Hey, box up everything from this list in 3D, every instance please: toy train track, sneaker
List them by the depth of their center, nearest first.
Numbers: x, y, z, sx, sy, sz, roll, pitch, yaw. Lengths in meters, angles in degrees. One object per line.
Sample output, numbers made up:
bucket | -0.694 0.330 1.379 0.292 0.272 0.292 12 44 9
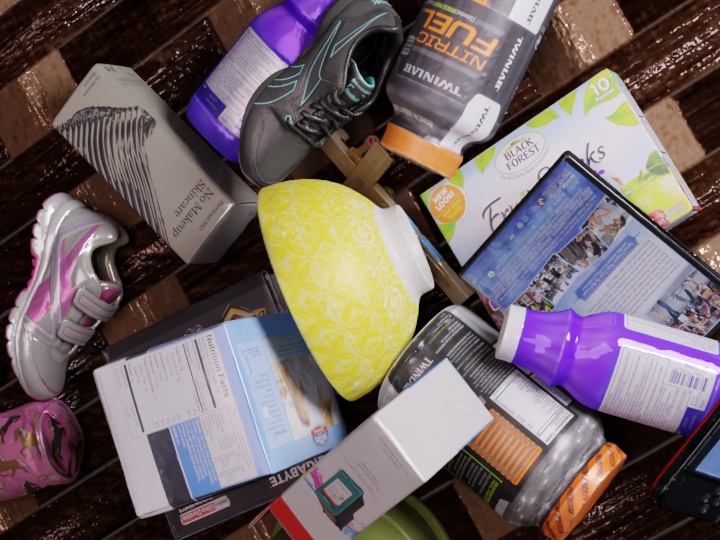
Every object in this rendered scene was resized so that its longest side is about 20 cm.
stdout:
sneaker | -0.035 -0.154 1.398 0.201 0.075 0.079 -55 37 8
toy train track | 0.037 -0.055 1.451 0.200 0.032 0.115 50 146 5
sneaker | -0.279 0.030 1.557 0.087 0.081 0.202 13 93 18

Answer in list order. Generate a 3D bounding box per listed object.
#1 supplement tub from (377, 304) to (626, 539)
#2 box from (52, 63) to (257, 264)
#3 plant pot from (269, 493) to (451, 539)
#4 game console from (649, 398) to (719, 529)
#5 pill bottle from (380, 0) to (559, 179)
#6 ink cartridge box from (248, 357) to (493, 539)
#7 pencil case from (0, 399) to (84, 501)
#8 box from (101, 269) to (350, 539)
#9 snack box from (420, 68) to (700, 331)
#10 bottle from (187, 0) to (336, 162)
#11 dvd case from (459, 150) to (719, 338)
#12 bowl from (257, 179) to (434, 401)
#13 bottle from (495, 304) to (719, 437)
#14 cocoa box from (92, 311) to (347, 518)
supplement tub | 0.122 0.134 1.385 0.200 0.122 0.123 39 105 15
box | -0.193 -0.102 1.527 0.200 0.068 0.082 43 106 15
plant pot | -0.034 0.295 1.418 0.198 0.190 0.202 1 93 22
game console | 0.363 0.156 1.299 0.201 0.172 0.119 -54 48 14
pill bottle | 0.090 -0.182 1.381 0.106 0.106 0.201 26 94 18
ink cartridge box | 0.005 0.167 1.329 0.067 0.116 0.200 50 131 5
pencil case | -0.371 0.185 1.604 0.198 0.087 0.083 -13 55 21
box | -0.124 0.127 1.522 0.199 0.050 0.200 -24 83 21
snack box | 0.171 -0.060 1.394 0.199 0.053 0.143 -34 80 19
bottle | -0.072 -0.194 1.469 0.084 0.065 0.200 44 106 13
dvd case | 0.203 0.012 1.355 0.199 0.018 0.143 38 112 -8
bowl | 0.000 0.000 1.397 0.107 0.200 0.202 -24 84 9
bottle | 0.212 0.078 1.335 0.198 0.065 0.084 16 121 2
cocoa box | -0.113 0.118 1.385 0.130 0.200 0.135 -20 86 18
